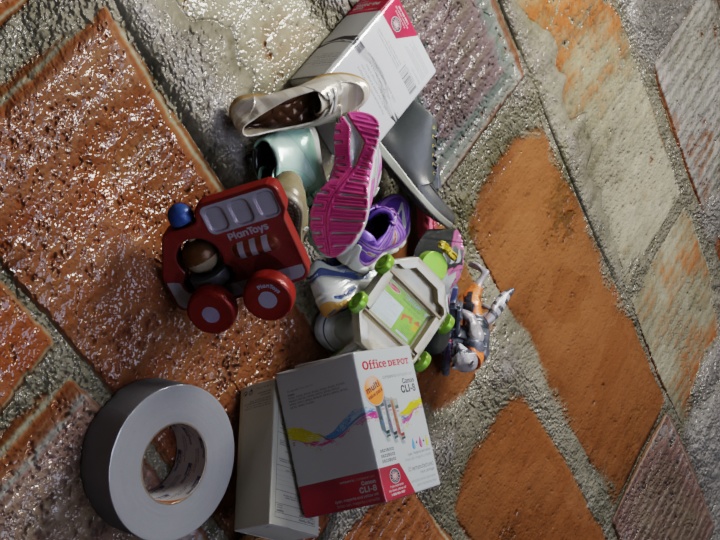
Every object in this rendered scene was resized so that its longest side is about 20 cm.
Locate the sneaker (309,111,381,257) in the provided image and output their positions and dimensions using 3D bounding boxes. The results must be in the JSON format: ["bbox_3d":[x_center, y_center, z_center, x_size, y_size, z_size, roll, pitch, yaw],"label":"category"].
[{"bbox_3d":[-0.010,-0.111,1.556,0.088,0.080,0.202,48,58,-74],"label":"sneaker"}]

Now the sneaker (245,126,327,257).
[{"bbox_3d":[-0.095,-0.102,1.575,0.118,0.073,0.203,-27,104,-48],"label":"sneaker"}]

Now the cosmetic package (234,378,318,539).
[{"bbox_3d":[-0.112,0.263,1.554,0.103,0.073,0.202,28,54,-44],"label":"cosmetic package"}]

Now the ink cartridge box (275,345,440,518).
[{"bbox_3d":[-0.004,0.216,1.537,0.145,0.144,0.203,-2,76,-55],"label":"ink cartridge box"}]

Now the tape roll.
[{"bbox_3d":[-0.258,0.242,1.448,0.199,0.066,0.203,-6,98,-46],"label":"tape roll"}]

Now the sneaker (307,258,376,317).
[{"bbox_3d":[0.000,0.000,1.686,0.199,0.075,0.089,-19,78,-51],"label":"sneaker"}]

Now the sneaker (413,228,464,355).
[{"bbox_3d":[0.107,0.032,1.742,0.079,0.086,0.203,13,80,-4],"label":"sneaker"}]

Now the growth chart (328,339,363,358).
[{"bbox_3d":[-0.013,0.203,1.698,0.144,0.018,0.201,-32,122,-5],"label":"growth chart"}]

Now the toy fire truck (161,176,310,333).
[{"bbox_3d":[-0.166,-0.025,1.435,0.113,0.198,0.169,-74,146,-57],"label":"toy fire truck"}]

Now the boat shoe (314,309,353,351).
[{"bbox_3d":[0.022,0.103,1.715,0.201,0.085,0.076,22,78,-46],"label":"boat shoe"}]

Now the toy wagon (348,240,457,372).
[{"bbox_3d":[0.072,0.044,1.645,0.155,0.039,0.201,44,71,-26],"label":"toy wagon"}]

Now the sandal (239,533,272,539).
[{"bbox_3d":[-0.136,0.379,1.590,0.054,0.080,0.200,52,56,-18],"label":"sandal"}]

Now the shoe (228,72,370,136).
[{"bbox_3d":[-0.078,-0.219,1.528,0.198,0.054,0.071,-14,124,-10],"label":"shoe"}]

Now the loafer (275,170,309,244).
[{"bbox_3d":[-0.102,-0.061,1.519,0.075,0.201,0.068,20,58,-2],"label":"loafer"}]

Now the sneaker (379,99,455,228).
[{"bbox_3d":[0.102,-0.165,1.723,0.106,0.075,0.200,-43,106,-4],"label":"sneaker"}]

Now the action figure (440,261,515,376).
[{"bbox_3d":[0.187,0.080,1.849,0.201,0.103,0.195,88,17,-50],"label":"action figure"}]

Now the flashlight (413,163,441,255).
[{"bbox_3d":[0.108,-0.068,1.803,0.068,0.067,0.203,-16,107,-50],"label":"flashlight"}]

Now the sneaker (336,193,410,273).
[{"bbox_3d":[0.036,-0.066,1.676,0.080,0.084,0.200,35,34,2],"label":"sneaker"}]

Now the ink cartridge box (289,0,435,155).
[{"bbox_3d":[0.005,-0.286,1.657,0.201,0.083,0.146,-52,128,-28],"label":"ink cartridge box"}]
